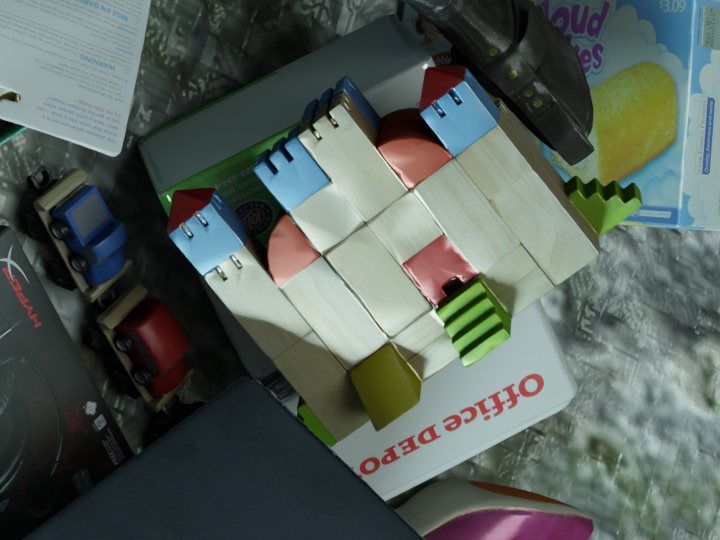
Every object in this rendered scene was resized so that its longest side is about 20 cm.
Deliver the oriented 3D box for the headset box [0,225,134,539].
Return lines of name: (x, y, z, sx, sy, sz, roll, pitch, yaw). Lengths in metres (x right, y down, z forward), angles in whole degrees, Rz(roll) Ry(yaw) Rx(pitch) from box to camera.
headset box: (-0.210, 0.094, 1.157, 0.200, 0.077, 0.149, -42, 120, -32)

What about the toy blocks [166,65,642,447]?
toy blocks: (0.008, -0.023, 1.195, 0.200, 0.100, 0.137, -36, 102, 14)

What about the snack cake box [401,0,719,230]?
snack cake box: (0.109, -0.083, 1.342, 0.067, 0.200, 0.116, 1, 93, -44)

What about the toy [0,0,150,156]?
toy: (-0.144, -0.150, 1.128, 0.115, 0.047, 0.201, 18, 67, -20)

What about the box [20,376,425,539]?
box: (-0.098, 0.185, 1.158, 0.200, 0.124, 0.197, -36, 160, -39)

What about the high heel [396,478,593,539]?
high heel: (0.043, 0.163, 1.396, 0.199, 0.067, 0.096, 4, 96, -44)

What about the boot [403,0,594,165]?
boot: (0.037, -0.149, 1.260, 0.069, 0.200, 0.174, -36, 128, 19)

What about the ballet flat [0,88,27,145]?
ballet flat: (-0.165, -0.077, 1.156, 0.200, 0.070, 0.068, -36, 124, -17)

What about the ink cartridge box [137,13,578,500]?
ink cartridge box: (0.000, 0.000, 1.293, 0.145, 0.084, 0.201, -26, 115, -3)

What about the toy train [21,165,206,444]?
toy train: (-0.105, 0.035, 1.265, 0.034, 0.046, 0.200, -44, 120, -30)
